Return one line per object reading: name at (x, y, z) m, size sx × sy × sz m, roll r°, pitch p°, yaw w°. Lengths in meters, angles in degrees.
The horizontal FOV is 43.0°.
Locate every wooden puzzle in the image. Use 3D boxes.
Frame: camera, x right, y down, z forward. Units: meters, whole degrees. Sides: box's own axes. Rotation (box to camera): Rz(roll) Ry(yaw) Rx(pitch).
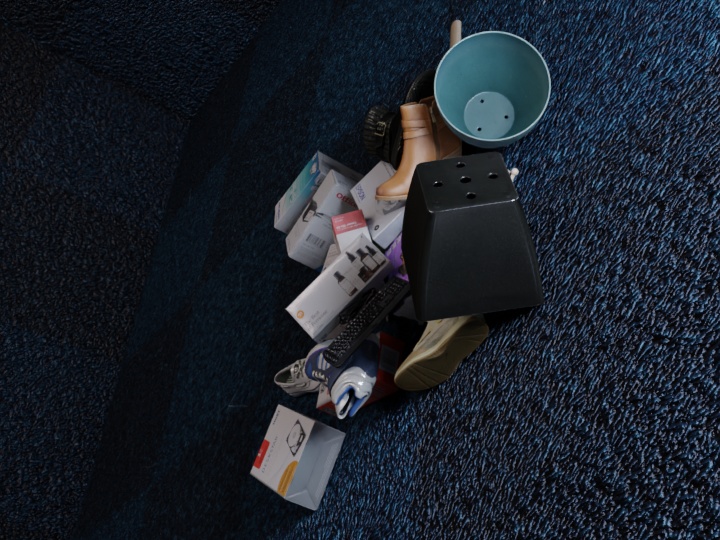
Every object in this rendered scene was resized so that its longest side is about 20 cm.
wooden puzzle at (0.193, -0.354, 1.775) m, size 0.186 × 0.037 × 0.202 m, roll -82°, pitch -11°, yaw -45°

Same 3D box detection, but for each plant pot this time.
plant pot at (0.231, -0.301, 1.621) m, size 0.135 × 0.198 × 0.202 m, roll 66°, pitch -135°, yaw -75°
plant pot at (0.165, -0.065, 1.400) m, size 0.201 × 0.197 × 0.179 m, roll -99°, pitch 2°, yaw -51°

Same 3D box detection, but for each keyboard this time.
keyboard at (-0.001, 0.079, 1.612) m, size 0.200 × 0.040 × 0.104 m, roll -46°, pitch 23°, yaw -13°

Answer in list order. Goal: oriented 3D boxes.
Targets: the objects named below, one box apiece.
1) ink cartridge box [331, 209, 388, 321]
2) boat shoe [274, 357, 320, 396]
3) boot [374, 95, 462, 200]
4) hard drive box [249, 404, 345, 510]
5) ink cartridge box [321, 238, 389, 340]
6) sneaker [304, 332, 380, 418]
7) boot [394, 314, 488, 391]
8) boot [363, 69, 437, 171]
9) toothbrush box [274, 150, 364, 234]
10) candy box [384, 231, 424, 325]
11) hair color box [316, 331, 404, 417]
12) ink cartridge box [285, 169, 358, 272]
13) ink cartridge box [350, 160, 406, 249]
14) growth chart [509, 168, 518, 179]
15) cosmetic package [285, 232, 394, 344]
ink cartridge box at (0.000, 0.000, 1.770) m, size 0.117 × 0.067 × 0.202 m, roll 86°, pitch 168°, yaw -70°
boat shoe at (-0.118, 0.223, 1.938) m, size 0.200 × 0.066 × 0.074 m, roll -36°, pitch 37°, yaw 47°
boot at (0.093, -0.223, 1.661) m, size 0.199 × 0.156 × 0.073 m, roll -28°, pitch 26°, yaw -25°
hard drive box at (-0.127, 0.366, 1.809) m, size 0.199 × 0.076 × 0.158 m, roll 2°, pitch 68°, yaw 64°
ink cartridge box at (-0.026, 0.041, 1.904) m, size 0.145 × 0.083 × 0.202 m, roll -17°, pitch 52°, yaw 59°
sneaker at (-0.046, 0.203, 1.644) m, size 0.199 × 0.080 × 0.148 m, roll -29°, pitch 36°, yaw 42°
boot at (0.128, 0.099, 1.552) m, size 0.200 × 0.072 × 0.156 m, roll -45°, pitch 31°, yaw 28°
boot at (0.080, -0.301, 1.768) m, size 0.158 × 0.079 × 0.213 m, roll 48°, pitch 120°, yaw 56°
toothbrush box at (-0.094, -0.160, 2.160) m, size 0.200 × 0.145 × 0.086 m, roll -50°, pitch 27°, yaw 32°
candy box at (0.129, -0.033, 1.655) m, size 0.201 × 0.071 × 0.169 m, roll -54°, pitch 27°, yaw 35°
hair color box at (-0.002, 0.200, 1.732) m, size 0.199 × 0.061 × 0.103 m, roll -32°, pitch 39°, yaw 48°
ink cartridge box at (-0.054, -0.098, 2.018) m, size 0.201 × 0.144 × 0.084 m, roll -55°, pitch 25°, yaw 20°
ink cartridge box at (0.081, -0.167, 1.794) m, size 0.200 × 0.041 × 0.200 m, roll -43°, pitch 35°, yaw 13°
growth chart at (0.211, -0.136, 1.675) m, size 0.146 × 0.018 × 0.200 m, roll -63°, pitch 23°, yaw 6°
cosmetic package at (-0.037, 0.032, 1.677) m, size 0.200 × 0.051 × 0.083 m, roll -45°, pitch 68°, yaw -3°
